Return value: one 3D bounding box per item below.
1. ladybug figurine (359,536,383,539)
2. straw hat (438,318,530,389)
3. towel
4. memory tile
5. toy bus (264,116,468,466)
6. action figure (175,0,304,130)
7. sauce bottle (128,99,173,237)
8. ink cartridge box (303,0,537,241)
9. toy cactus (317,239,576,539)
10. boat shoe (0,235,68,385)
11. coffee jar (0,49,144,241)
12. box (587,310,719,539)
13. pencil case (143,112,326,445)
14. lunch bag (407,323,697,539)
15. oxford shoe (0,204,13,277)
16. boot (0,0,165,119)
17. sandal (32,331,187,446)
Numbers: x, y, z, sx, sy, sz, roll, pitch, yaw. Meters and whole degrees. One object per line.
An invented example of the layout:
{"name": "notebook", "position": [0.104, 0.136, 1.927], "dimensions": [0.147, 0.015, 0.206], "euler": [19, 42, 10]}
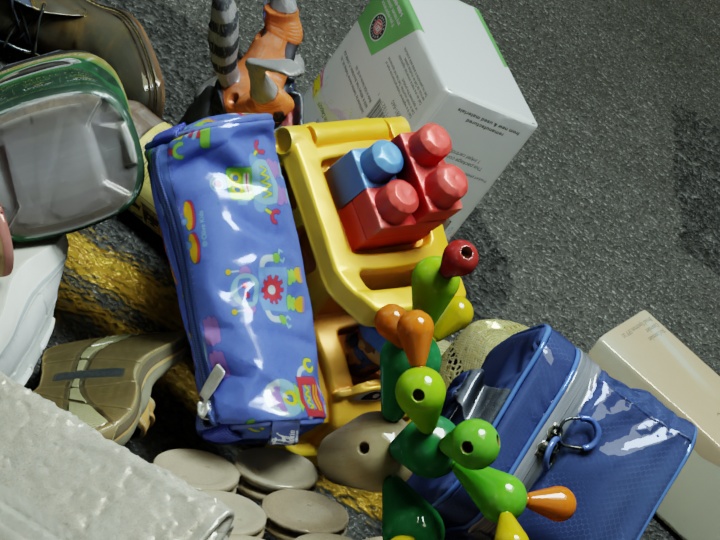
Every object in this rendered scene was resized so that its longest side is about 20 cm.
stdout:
{"name": "ladybug figurine", "position": [0.022, 0.214, 1.122], "dimensions": [0.199, 0.072, 0.136], "euler": [-3, 45, -49]}
{"name": "straw hat", "position": [0.094, 0.082, 1.379], "dimensions": [0.200, 0.085, 0.201], "euler": [26, 30, -16]}
{"name": "towel", "position": [-0.171, 0.124, 0.998], "dimensions": [0.199, 0.035, 0.133], "euler": [29, 57, 20]}
{"name": "memory tile", "position": [-0.099, 0.136, 1.094], "dimensions": [0.199, 0.017, 0.153], "euler": [3, 22, -24]}
{"name": "toy bus", "position": [0.000, 0.000, 1.256], "dimensions": [0.135, 0.192, 0.201], "euler": [-7, 73, -41]}
{"name": "action figure", "position": [-0.083, -0.137, 1.419], "dimensions": [0.104, 0.194, 0.201], "euler": [10, 50, -19]}
{"name": "sauce bottle", "position": [-0.144, -0.071, 1.383], "dimensions": [0.200, 0.065, 0.065], "euler": [39, 29, 10]}
{"name": "ink cartridge box", "position": [0.017, -0.081, 1.427], "dimensions": [0.084, 0.200, 0.145], "euler": [19, 32, -32]}
{"name": "toy cactus", "position": [0.035, 0.092, 1.114], "dimensions": [0.102, 0.165, 0.201], "euler": [-7, 85, -30]}
{"name": "boat shoe", "position": [-0.205, 0.029, 1.166], "dimensions": [0.072, 0.069, 0.200], "euler": [-5, 22, 0]}
{"name": "coffee jar", "position": [-0.189, -0.081, 1.256], "dimensions": [0.104, 0.086, 0.200], "euler": [-16, 15, -4]}
{"name": "box", "position": [0.241, 0.130, 1.467], "dimensions": [0.200, 0.078, 0.095], "euler": [42, 29, 13]}
{"name": "pencil case", "position": [-0.074, 0.007, 1.187], "dimensions": [0.087, 0.078, 0.201], "euler": [-3, 80, -48]}
{"name": "lunch bag", "position": [0.102, 0.114, 1.226], "dimensions": [0.132, 0.136, 0.200], "euler": [33, -11, -2]}
{"name": "oxford shoe", "position": [-0.266, -0.064, 1.135], "dimensions": [0.075, 0.071, 0.200], "euler": [-29, 66, -29]}
{"name": "boot", "position": [-0.220, -0.162, 1.448], "dimensions": [0.097, 0.075, 0.200], "euler": [-9, 42, -37]}
{"name": "sandal", "position": [-0.145, 0.077, 1.158], "dimensions": [0.080, 0.054, 0.200], "euler": [-3, 16, 4]}
